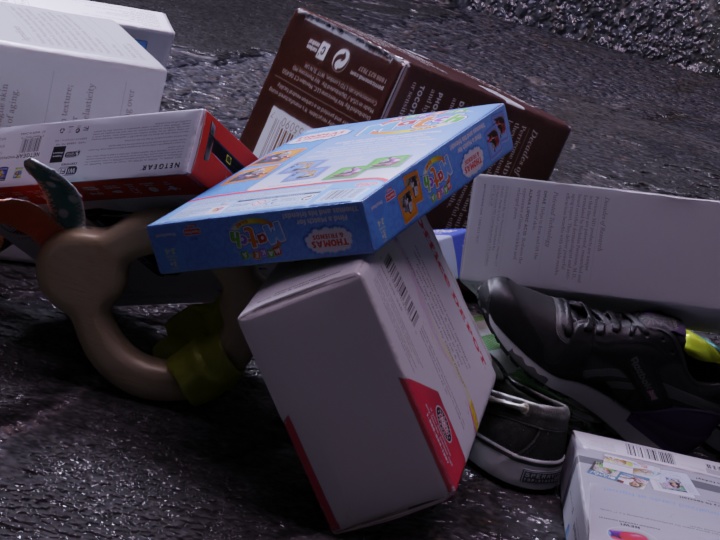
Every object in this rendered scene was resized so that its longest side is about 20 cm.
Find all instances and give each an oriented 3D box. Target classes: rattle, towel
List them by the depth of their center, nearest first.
[{"bbox_3d":[-0.148,-0.010,1.457,0.200,0.130,0.143,29,32,-2],"label":"rattle"},{"bbox_3d":[0.108,0.068,1.621,0.200,0.023,0.152,24,13,23],"label":"towel"}]

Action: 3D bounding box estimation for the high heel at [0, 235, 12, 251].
[{"bbox_3d":[-0.302,-0.014,1.491,0.199,0.072,0.143,-8,14,-15],"label":"high heel"}]

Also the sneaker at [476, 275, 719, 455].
[{"bbox_3d":[0.170,0.048,1.507,0.200,0.088,0.076,35,24,-23],"label":"sneaker"}]

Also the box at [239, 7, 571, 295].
[{"bbox_3d":[0.029,-0.096,1.851,0.200,0.165,0.166,16,11,-41],"label":"box"}]

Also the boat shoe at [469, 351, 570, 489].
[{"bbox_3d":[0.071,0.080,1.501,0.071,0.064,0.200,1,18,-40],"label":"boat shoe"}]

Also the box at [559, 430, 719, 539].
[{"bbox_3d":[0.204,0.162,1.361,0.155,0.041,0.200,12,14,-1],"label":"box"}]

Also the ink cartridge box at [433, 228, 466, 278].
[{"bbox_3d":[0.000,0.000,1.660,0.119,0.042,0.200,-2,8,44],"label":"ink cartridge box"}]

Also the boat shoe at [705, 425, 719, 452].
[{"bbox_3d":[0.295,0.109,1.583,0.073,0.068,0.199,9,15,-16],"label":"boat shoe"}]

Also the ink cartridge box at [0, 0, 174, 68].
[{"bbox_3d":[-0.270,-0.140,1.830,0.199,0.177,0.045,7,29,-22],"label":"ink cartridge box"}]

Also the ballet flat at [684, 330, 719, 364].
[{"bbox_3d":[0.172,0.047,1.629,0.200,0.067,0.067,27,43,28],"label":"ballet flat"}]

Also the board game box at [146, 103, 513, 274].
[{"bbox_3d":[-0.014,-0.052,1.366,0.151,0.037,0.200,-6,18,31],"label":"board game box"}]

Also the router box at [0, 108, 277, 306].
[{"bbox_3d":[-0.142,-0.038,1.493,0.200,0.049,0.179,-3,-28,31],"label":"router box"}]

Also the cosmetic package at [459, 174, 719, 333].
[{"bbox_3d":[0.179,-0.009,1.557,0.199,0.081,0.113,6,-9,13],"label":"cosmetic package"}]

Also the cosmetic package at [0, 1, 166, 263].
[{"bbox_3d":[-0.275,-0.110,1.704,0.199,0.168,0.166,8,17,-23],"label":"cosmetic package"}]

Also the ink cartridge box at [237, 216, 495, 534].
[{"bbox_3d":[0.009,0.049,1.350,0.085,0.148,0.200,-21,11,14],"label":"ink cartridge box"}]
